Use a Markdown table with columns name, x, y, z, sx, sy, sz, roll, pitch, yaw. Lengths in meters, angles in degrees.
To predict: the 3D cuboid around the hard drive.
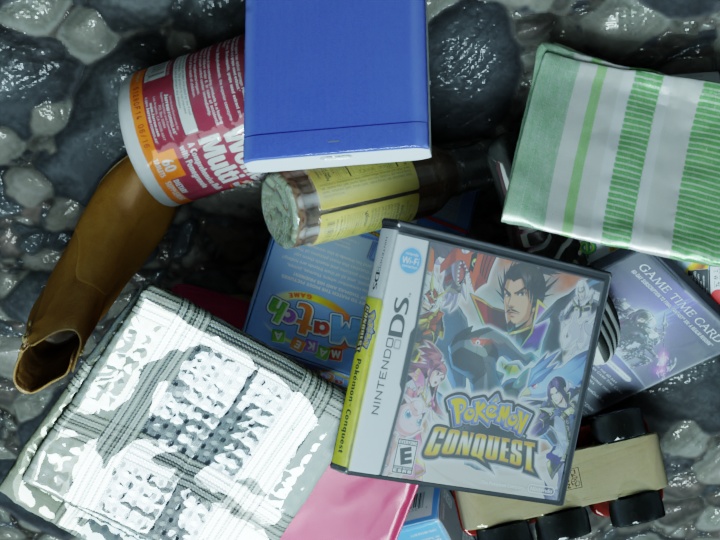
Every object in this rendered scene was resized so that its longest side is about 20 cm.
| name | x | y | z | sx | sy | sz | roll | pitch | yaw |
| --- | --- | --- | --- | --- | --- | --- | --- | --- | --- |
| hard drive | -0.017 | -0.171 | 1.193 | 0.132 | 0.200 | 0.025 | -4 | 159 | 9 |

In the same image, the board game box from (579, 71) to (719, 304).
| name | x | y | z | sx | sy | sz | roll | pitch | yaw |
| --- | --- | --- | --- | --- | --- | --- | --- | --- | --- |
| board game box | 0.226 | -0.059 | 1.325 | 0.126 | 0.035 | 0.200 | -4 | 123 | 9 |

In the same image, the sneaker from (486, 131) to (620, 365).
| name | x | y | z | sx | sy | sz | roll | pitch | yaw |
| --- | --- | --- | --- | --- | --- | --- | --- | --- | --- |
| sneaker | 0.115 | -0.003 | 1.304 | 0.115 | 0.076 | 0.200 | -18 | 104 | 32 |

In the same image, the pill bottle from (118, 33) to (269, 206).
| name | x | y | z | sx | sy | sz | roll | pitch | yaw |
| --- | --- | --- | --- | --- | --- | --- | --- | --- | --- |
| pill bottle | -0.075 | -0.128 | 1.265 | 0.200 | 0.110 | 0.110 | -17 | 120 | 13 |

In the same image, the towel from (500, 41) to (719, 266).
| name | x | y | z | sx | sy | sz | roll | pitch | yaw |
| --- | --- | --- | --- | --- | --- | --- | --- | --- | --- |
| towel | 0.215 | -0.083 | 1.215 | 0.200 | 0.153 | 0.023 | 13 | 158 | 2 |

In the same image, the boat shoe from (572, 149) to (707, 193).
| name | x | y | z | sx | sy | sz | roll | pitch | yaw |
| --- | --- | --- | --- | --- | --- | --- | --- | --- | --- |
| boat shoe | 0.240 | -0.068 | 1.255 | 0.200 | 0.069 | 0.072 | 15 | 123 | -3 |

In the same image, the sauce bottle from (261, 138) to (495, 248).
| name | x | y | z | sx | sy | sz | roll | pitch | yaw |
| --- | --- | --- | --- | --- | --- | --- | --- | --- | --- |
| sauce bottle | 0.022 | -0.064 | 1.275 | 0.200 | 0.065 | 0.065 | -12 | 130 | -30 |

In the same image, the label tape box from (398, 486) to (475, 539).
| name | x | y | z | sx | sy | sz | roll | pitch | yaw |
| --- | --- | --- | --- | --- | --- | --- | --- | --- | --- |
| label tape box | 0.047 | 0.301 | 1.565 | 0.143 | 0.066 | 0.200 | -17 | 122 | 17 |

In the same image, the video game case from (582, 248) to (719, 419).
| name | x | y | z | sx | sy | sz | roll | pitch | yaw |
| --- | --- | --- | --- | --- | --- | --- | --- | --- | --- |
| video game case | 0.197 | 0.058 | 1.383 | 0.200 | 0.019 | 0.143 | -31 | 125 | 30 |

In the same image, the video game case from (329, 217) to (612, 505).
| name | x | y | z | sx | sy | sz | roll | pitch | yaw |
| --- | --- | --- | --- | --- | --- | --- | --- | --- | --- |
| video game case | 0.084 | 0.070 | 1.204 | 0.200 | 0.025 | 0.181 | 13 | 89 | -31 |

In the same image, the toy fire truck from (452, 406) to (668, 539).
| name | x | y | z | sx | sy | sz | roll | pitch | yaw |
| --- | --- | --- | --- | --- | --- | --- | --- | --- | --- |
| toy fire truck | 0.168 | 0.199 | 1.461 | 0.176 | 0.200 | 0.129 | -13 | 86 | -4 |

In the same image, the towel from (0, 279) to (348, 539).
| name | x | y | z | sx | sy | sz | roll | pitch | yaw |
| --- | --- | --- | --- | --- | --- | --- | --- | --- | --- |
| towel | -0.125 | 0.129 | 1.169 | 0.192 | 0.035 | 0.200 | 31 | 105 | -20 |

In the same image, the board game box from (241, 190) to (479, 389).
| name | x | y | z | sx | sy | sz | roll | pitch | yaw |
| --- | --- | --- | --- | --- | --- | --- | --- | --- | --- |
| board game box | 0.000 | 0.000 | 1.294 | 0.151 | 0.200 | 0.037 | 19 | 148 | -7 |

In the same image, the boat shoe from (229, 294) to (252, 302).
| name | x | y | z | sx | sy | sz | roll | pitch | yaw |
| --- | --- | --- | --- | --- | --- | --- | --- | --- | --- |
| boat shoe | -0.066 | 0.113 | 1.449 | 0.075 | 0.068 | 0.200 | -33 | 114 | 24 |

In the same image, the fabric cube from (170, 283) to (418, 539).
| name | x | y | z | sx | sy | sz | roll | pitch | yaw |
| --- | --- | --- | --- | --- | --- | --- | --- | --- | --- |
| fabric cube | -0.083 | 0.157 | 1.315 | 0.200 | 0.199 | 0.196 | 17 | 110 | -15 |

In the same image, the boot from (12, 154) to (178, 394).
| name | x | y | z | sx | sy | sz | roll | pitch | yaw |
| --- | --- | --- | --- | --- | --- | --- | --- | --- | --- |
| boot | -0.212 | 0.005 | 1.348 | 0.071 | 0.144 | 0.201 | 31 | 121 | -15 |
